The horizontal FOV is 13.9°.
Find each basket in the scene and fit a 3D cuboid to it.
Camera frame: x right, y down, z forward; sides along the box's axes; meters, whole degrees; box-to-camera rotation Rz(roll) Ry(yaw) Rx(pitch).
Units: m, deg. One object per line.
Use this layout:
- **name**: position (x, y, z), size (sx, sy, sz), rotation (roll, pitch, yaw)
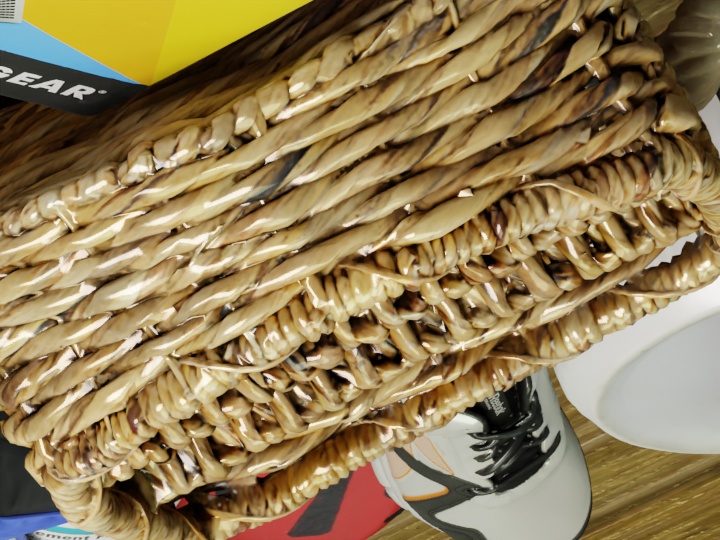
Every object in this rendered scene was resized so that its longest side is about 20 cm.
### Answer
- **basket**: position (0.000, 0.000, 0.785), size (0.200, 0.149, 0.143), rotation (-27, -163, 6)

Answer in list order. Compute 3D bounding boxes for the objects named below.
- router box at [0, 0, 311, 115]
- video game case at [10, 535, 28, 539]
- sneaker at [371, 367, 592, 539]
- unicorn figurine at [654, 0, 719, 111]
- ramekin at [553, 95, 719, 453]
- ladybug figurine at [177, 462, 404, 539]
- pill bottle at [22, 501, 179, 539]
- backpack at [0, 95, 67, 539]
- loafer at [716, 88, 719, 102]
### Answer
- **router box**: position (-0.096, -0.097, 0.648), size (0.200, 0.051, 0.149), rotation (12, 156, -39)
- **video game case**: position (-0.181, 0.127, 1.087), size (0.181, 0.045, 0.200), rotation (6, 137, 37)
- **sneaker**: position (0.038, 0.050, 1.075), size (0.074, 0.080, 0.200), rotation (-42, 132, -8)
- **unicorn figurine**: position (0.175, -0.078, 0.854), size (0.200, 0.074, 0.137), rotation (-23, 154, -15)
- **ramekin**: position (0.150, -0.007, 1.064), size (0.202, 0.094, 0.202), rotation (-8, 155, -4)
- **ladybug figurine**: position (-0.022, 0.064, 1.180), size (0.136, 0.072, 0.200), rotation (-5, 156, -11)
- **pill bottle**: position (-0.113, 0.056, 1.079), size (0.111, 0.111, 0.200), rotation (-1, 154, -21)
- **backpack**: position (-0.162, 0.005, 0.898), size (0.200, 0.163, 0.168), rotation (-2, 177, -40)
- **loafer**: position (0.207, -0.085, 0.957), size (0.200, 0.073, 0.071), rotation (-11, 151, -18)
